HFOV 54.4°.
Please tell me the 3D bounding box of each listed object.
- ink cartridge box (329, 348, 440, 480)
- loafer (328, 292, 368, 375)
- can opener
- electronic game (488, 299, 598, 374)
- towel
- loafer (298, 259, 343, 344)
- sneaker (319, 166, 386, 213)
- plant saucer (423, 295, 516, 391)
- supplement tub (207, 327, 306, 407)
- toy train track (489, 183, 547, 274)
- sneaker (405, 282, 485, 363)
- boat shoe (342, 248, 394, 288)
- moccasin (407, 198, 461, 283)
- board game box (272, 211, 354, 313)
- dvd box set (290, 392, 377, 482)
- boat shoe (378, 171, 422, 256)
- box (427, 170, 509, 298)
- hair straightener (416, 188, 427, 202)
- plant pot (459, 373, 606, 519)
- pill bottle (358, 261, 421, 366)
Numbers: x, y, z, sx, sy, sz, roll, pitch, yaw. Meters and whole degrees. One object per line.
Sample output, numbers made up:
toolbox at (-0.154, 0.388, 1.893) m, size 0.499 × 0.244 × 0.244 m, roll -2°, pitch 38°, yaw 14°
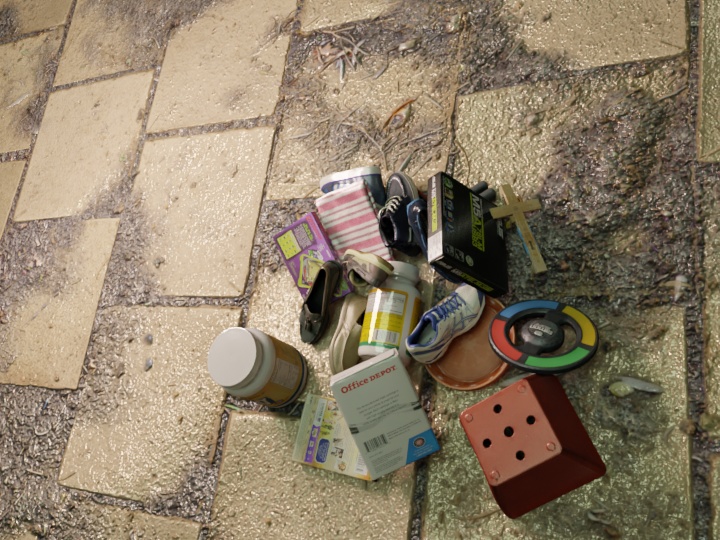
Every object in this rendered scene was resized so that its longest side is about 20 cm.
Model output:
ink cartridge box at (0.045, 0.270, 1.340) m, size 0.145 × 0.084 × 0.202 m, roll -24°, pitch 92°, yaw 1°
loafer at (-0.015, 0.142, 1.496) m, size 0.067 × 0.076 × 0.202 m, roll -2°, pitch 70°, yaw 33°
can opener at (0.194, -0.128, 1.468) m, size 0.199 × 0.067 × 0.053 m, roll -29°, pitch 57°, yaw -12°
electronic game at (0.335, 0.118, 1.289) m, size 0.197 × 0.042 × 0.201 m, roll -5°, pitch 35°, yaw 3°
towel at (-0.014, -0.086, 1.542) m, size 0.145 × 0.030 × 0.202 m, roll -19°, pitch 93°, yaw 36°
loafer at (-0.099, 0.072, 1.537) m, size 0.071 × 0.063 × 0.202 m, roll 25°, pitch 105°, yaw 20°
sneaker at (-0.019, -0.150, 1.611) m, size 0.199 × 0.080 × 0.148 m, roll -8°, pitch 87°, yaw 48°
plant saucer at (0.215, 0.141, 1.402) m, size 0.198 × 0.032 × 0.203 m, roll -11°, pitch 66°, yaw 25°
supplement tub at (-0.220, 0.207, 1.503) m, size 0.143 × 0.200 × 0.146 m, roll -10°, pitch 66°, yaw 24°
toy train track at (0.327, -0.082, 1.427) m, size 0.113 × 0.033 × 0.202 m, roll -12°, pitch 68°, yaw -16°
sneaker at (0.169, 0.096, 1.374) m, size 0.075 × 0.088 × 0.201 m, roll 37°, pitch 89°, yaw 35°
boat shoe at (0.000, 0.000, 1.445) m, size 0.065 × 0.073 × 0.200 m, roll -56°, pitch 17°, yaw -11°
moccasin at (0.154, -0.049, 1.417) m, size 0.080 × 0.200 × 0.068 m, roll -39°, pitch 19°, yaw 3°
board game box at (-0.107, -0.017, 1.579) m, size 0.119 × 0.032 × 0.202 m, roll -29°, pitch 84°, yaw 29°
dvd box set at (-0.041, 0.344, 1.457) m, size 0.198 × 0.029 × 0.148 m, roll 4°, pitch 73°, yaw 30°
boat shoe at (0.077, -0.132, 1.504) m, size 0.074 × 0.092 × 0.202 m, roll -31°, pitch 62°, yaw 36°
box at (0.211, -0.070, 1.376) m, size 0.047 × 0.192 × 0.202 m, roll -31°, pitch 45°, yaw 43°
hair straightener at (0.157, -0.105, 1.530) m, size 0.200 × 0.041 × 0.077 m, roll 41°, pitch 93°, yaw 29°
plant pot at (0.281, 0.295, 1.222) m, size 0.199 × 0.176 × 0.201 m, roll -31°, pitch 60°, yaw 14°
pill bottle at (0.065, 0.089, 1.453) m, size 0.112 × 0.113 × 0.202 m, roll 2°, pitch 72°, yaw 28°
